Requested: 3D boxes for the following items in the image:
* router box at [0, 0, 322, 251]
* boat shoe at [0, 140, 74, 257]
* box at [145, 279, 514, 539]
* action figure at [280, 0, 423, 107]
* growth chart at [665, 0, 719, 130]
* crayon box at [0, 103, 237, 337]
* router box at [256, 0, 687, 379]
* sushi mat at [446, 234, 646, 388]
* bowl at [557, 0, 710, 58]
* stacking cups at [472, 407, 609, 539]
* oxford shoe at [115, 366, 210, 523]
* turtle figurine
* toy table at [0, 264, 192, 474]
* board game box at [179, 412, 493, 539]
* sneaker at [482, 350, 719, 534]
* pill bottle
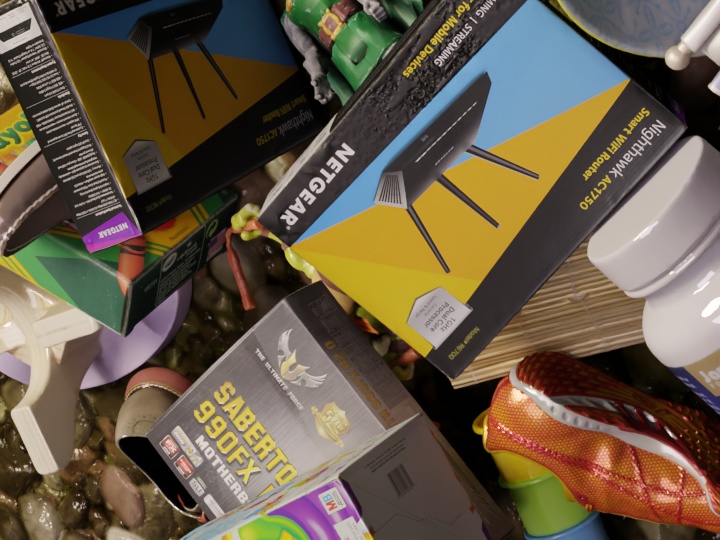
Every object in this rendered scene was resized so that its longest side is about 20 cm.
[{"bbox_3d":[-0.119,-0.117,1.198,0.051,0.200,0.150,-17,101,37],"label":"router box"},{"bbox_3d":[-0.162,-0.069,1.258,0.059,0.200,0.072,42,145,6],"label":"boat shoe"},{"bbox_3d":[-0.022,0.132,1.252,0.200,0.048,0.158,52,124,7],"label":"box"},{"bbox_3d":[0.004,-0.133,1.198,0.200,0.055,0.118,48,115,29],"label":"action figure"},{"bbox_3d":[0.262,-0.099,1.060,0.199,0.018,0.145,32,122,-17],"label":"growth chart"},{"bbox_3d":[-0.199,-0.049,1.321,0.199,0.127,0.051,28,131,17],"label":"crayon box"},{"bbox_3d":[0.061,-0.060,1.107,0.149,0.051,0.200,38,111,-8],"label":"router box"},{"bbox_3d":[0.131,0.012,1.172,0.199,0.012,0.096,-14,127,13],"label":"sushi mat"},{"bbox_3d":[0.174,-0.222,1.039,0.200,0.199,0.108,-54,36,33],"label":"bowl"},{"bbox_3d":[0.137,0.176,1.263,0.060,0.060,0.201,-19,100,34],"label":"stacking cups"},{"bbox_3d":[-0.092,0.156,1.357,0.200,0.075,0.070,40,125,-13],"label":"oxford shoe"},{"bbox_3d":[0.000,0.000,1.264,0.200,0.064,0.162,44,143,20],"label":"turtle figurine"},{"bbox_3d":[-0.224,0.038,1.380,0.200,0.117,0.184,-32,92,34],"label":"toy table"},{"bbox_3d":[-0.034,0.183,1.183,0.200,0.105,0.103,-30,90,34],"label":"board game box"},{"bbox_3d":[0.168,0.118,1.202,0.199,0.073,0.077,28,125,-1],"label":"sneaker"},{"bbox_3d":[0.225,0.025,1.087,0.200,0.120,0.120,41,125,-11],"label":"pill bottle"}]
